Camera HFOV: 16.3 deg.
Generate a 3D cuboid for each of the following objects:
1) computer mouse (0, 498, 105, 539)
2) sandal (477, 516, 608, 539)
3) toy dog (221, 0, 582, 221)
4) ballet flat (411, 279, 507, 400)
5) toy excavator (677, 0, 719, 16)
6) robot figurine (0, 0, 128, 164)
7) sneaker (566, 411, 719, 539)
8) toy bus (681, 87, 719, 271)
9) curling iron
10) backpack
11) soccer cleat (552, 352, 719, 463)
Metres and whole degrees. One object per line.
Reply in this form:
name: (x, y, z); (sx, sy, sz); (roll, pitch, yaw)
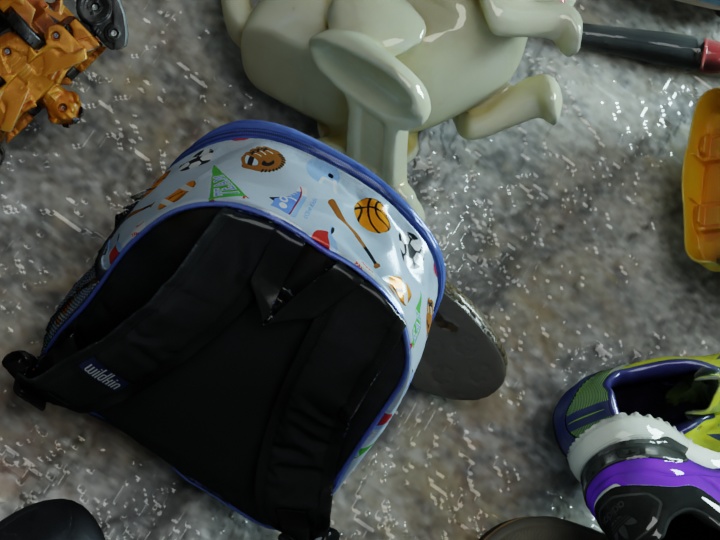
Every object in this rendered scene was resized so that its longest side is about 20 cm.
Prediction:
computer mouse: (-0.185, 0.185, 1.213); (0.053, 0.139, 0.200); (24, 40, 32)
sandal: (0.149, 0.186, 1.388); (0.200, 0.055, 0.082); (21, 66, -16)
toy dog: (0.040, -0.144, 1.421); (0.194, 0.140, 0.200); (32, 59, 31)
ballet flat: (0.000, 0.000, 1.388); (0.200, 0.067, 0.046); (35, 31, -6)
toy excavator: (0.231, -0.204, 1.467); (0.100, 0.200, 0.195); (12, 69, -19)
robot figurine: (-0.217, -0.152, 1.322); (0.145, 0.058, 0.200); (-42, 95, 4)
sneaker: (0.205, 0.149, 1.383); (0.200, 0.070, 0.100); (14, 39, -33)
toy bus: (0.316, -0.040, 1.489); (0.192, 0.200, 0.136); (33, 58, -51)
curling iron: (0.212, -0.123, 1.531); (0.200, 0.026, 0.050); (16, 65, -18)
backpack: (-0.049, 0.019, 1.282); (0.200, 0.191, 0.154); (30, 48, -12)
soccer cleat: (0.206, 0.075, 1.432); (0.200, 0.084, 0.065); (-9, 77, -26)
